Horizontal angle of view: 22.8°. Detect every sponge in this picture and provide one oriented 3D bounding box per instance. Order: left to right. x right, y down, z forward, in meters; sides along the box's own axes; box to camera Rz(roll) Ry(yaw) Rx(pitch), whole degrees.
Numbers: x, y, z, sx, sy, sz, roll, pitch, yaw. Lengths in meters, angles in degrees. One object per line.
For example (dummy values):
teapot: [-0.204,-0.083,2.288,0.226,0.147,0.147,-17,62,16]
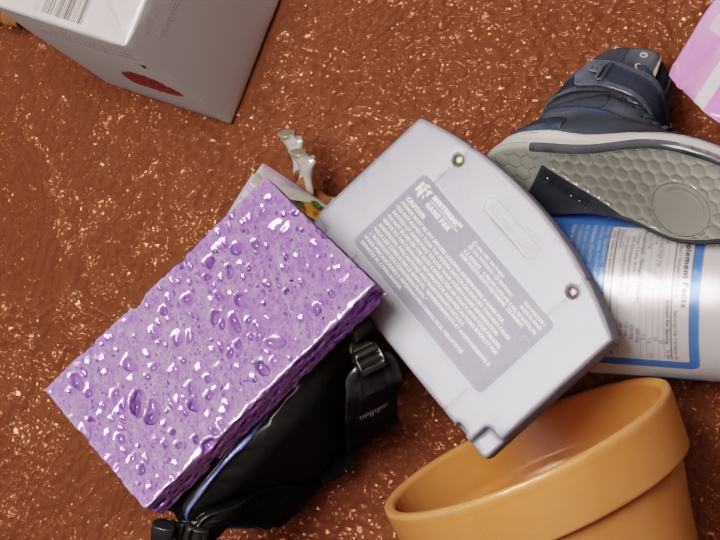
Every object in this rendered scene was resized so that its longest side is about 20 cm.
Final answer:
sponge: [-0.092,0.046,1.125,0.200,0.030,0.112,-44,64,-1]

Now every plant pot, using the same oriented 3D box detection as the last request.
plant pot: [0.132,0.174,1.149,0.199,0.200,0.141,-23,94,13]

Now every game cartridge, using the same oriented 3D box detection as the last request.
game cartridge: [0.069,0.004,1.159,0.133,0.041,0.200,-43,70,12]

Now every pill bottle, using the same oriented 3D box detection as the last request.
pill bottle: [0.206,0.017,1.189,0.199,0.112,0.113,3,81,17]

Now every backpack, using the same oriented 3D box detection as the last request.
backpack: [-0.070,0.093,1.223,0.200,0.191,0.154,-43,65,1]

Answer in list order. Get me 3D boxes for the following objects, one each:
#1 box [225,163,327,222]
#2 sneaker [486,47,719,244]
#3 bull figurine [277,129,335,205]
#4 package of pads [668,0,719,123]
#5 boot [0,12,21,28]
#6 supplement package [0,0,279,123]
box: [0.000,0.000,1.238,0.200,0.039,0.041,34,118,-4]
sneaker: [0.202,-0.088,1.182,0.202,0.146,0.077,13,128,34]
bull figurine: [-0.014,-0.033,1.284,0.199,0.065,0.122,2,115,11]
package of pads: [0.294,-0.183,1.143,0.076,0.120,0.200,42,114,25]
boot: [-0.279,-0.294,1.426,0.154,0.074,0.201,19,98,21]
supplement package: [-0.157,-0.202,1.298,0.121,0.200,0.120,19,86,20]
